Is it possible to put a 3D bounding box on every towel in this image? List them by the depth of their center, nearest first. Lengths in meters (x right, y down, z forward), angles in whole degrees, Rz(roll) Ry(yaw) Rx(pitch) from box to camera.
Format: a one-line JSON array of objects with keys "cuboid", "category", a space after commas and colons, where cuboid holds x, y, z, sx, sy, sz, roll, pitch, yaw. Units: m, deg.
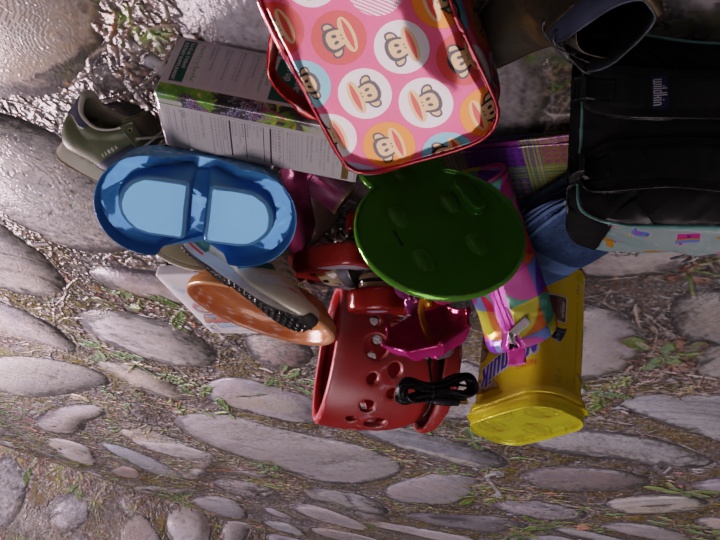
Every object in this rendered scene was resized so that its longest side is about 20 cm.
[{"cuboid": [0.177, -0.097, 0.815, 0.199, 0.023, 0.144, -2, 148, 24], "category": "towel"}, {"cuboid": [0.208, -0.032, 0.843, 0.111, 0.049, 0.200, 23, 148, -18], "category": "towel"}]

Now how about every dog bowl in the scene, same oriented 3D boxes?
[{"cuboid": [-0.165, -0.069, 0.782, 0.199, 0.050, 0.112, 7, 122, -11], "category": "dog bowl"}]

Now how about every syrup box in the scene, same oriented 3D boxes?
[{"cuboid": [-0.090, -0.158, 0.755, 0.199, 0.079, 0.082, 11, 149, 2], "category": "syrup box"}]

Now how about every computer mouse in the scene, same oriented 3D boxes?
[{"cuboid": [0.085, 0.075, 0.966, 0.109, 0.201, 0.044, 4, 144, -16], "category": "computer mouse"}]

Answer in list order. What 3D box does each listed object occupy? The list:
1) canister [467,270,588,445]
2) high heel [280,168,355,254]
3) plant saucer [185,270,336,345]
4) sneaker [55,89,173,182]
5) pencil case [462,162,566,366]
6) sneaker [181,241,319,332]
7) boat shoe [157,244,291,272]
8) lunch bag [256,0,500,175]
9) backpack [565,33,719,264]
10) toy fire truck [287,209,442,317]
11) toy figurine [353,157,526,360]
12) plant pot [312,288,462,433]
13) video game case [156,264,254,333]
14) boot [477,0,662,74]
[{"cuboid": [0.211, 0.101, 0.955, 0.086, 0.201, 0.148, 26, 147, -22], "category": "canister"}, {"cuboid": [-0.075, -0.083, 0.909, 0.096, 0.067, 0.200, 41, 158, 0], "category": "high heel"}, {"cuboid": [-0.123, 0.043, 0.979, 0.199, 0.038, 0.200, 16, 161, 6], "category": "plant saucer"}, {"cuboid": [-0.237, -0.128, 0.834, 0.199, 0.067, 0.090, 26, 115, 7], "category": "sneaker"}, {"cuboid": [0.142, -0.009, 0.790, 0.088, 0.088, 0.201, -12, 109, 35], "category": "pencil case"}, {"cuboid": [-0.108, -0.013, 0.844, 0.199, 0.094, 0.070, 30, 169, 33], "category": "sneaker"}, {"cuboid": [-0.186, -0.021, 1.026, 0.198, 0.075, 0.066, 5, 157, 2], "category": "boat shoe"}, {"cuboid": [0.008, -0.178, 0.619, 0.175, 0.082, 0.201, -15, 121, 21], "category": "lunch bag"}, {"cuboid": [0.275, -0.096, 0.635, 0.199, 0.177, 0.153, 2, 165, 16], "category": "backpack"}, {"cuboid": [0.000, 0.000, 0.908, 0.167, 0.113, 0.200, -9, 169, 37], "category": "toy fire truck"}, {"cuboid": [0.053, 0.000, 0.742, 0.149, 0.200, 0.185, -17, 145, -17], "category": "toy figurine"}, {"cuboid": [0.036, 0.132, 1.076, 0.182, 0.201, 0.201, 13, 150, -7], "category": "plant pot"}, {"cuboid": [-0.187, 0.047, 1.187, 0.199, 0.024, 0.182, -1, 147, 22], "category": "video game case"}, {"cuboid": [0.148, -0.192, 0.592, 0.075, 0.097, 0.200, 28, 146, -25], "category": "boot"}]
